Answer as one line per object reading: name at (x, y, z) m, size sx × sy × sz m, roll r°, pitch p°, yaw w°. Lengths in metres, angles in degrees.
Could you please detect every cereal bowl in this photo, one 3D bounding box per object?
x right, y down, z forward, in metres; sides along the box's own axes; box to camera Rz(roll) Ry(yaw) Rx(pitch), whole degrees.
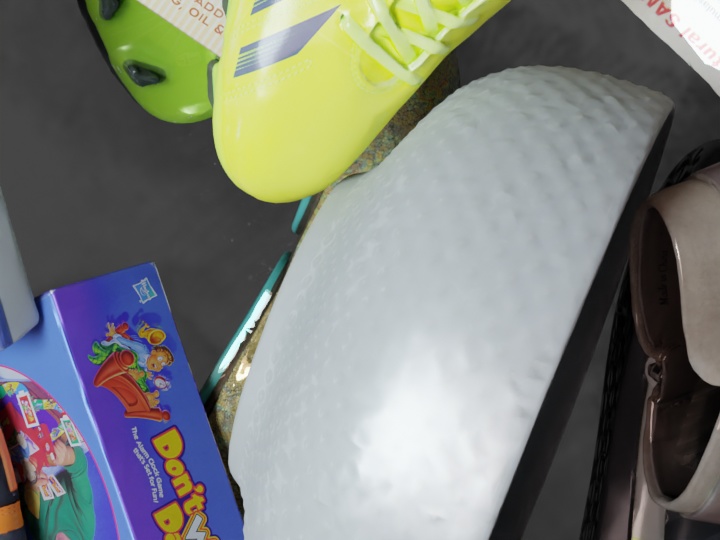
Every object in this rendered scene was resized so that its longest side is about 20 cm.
cereal bowl at (0.018, 0.030, 0.717) m, size 0.083 × 0.200 × 0.201 m, roll 21°, pitch 106°, yaw 7°

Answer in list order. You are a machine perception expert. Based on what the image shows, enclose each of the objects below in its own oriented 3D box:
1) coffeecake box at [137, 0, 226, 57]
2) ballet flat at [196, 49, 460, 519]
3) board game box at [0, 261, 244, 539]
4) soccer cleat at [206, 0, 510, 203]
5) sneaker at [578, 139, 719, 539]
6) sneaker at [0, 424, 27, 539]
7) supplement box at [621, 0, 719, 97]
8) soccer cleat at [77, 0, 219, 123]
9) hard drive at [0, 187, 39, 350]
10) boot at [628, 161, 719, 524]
coffeecake box at (-0.029, -0.181, 0.743) m, size 0.153 × 0.073 × 0.200 m, roll 33°, pitch 106°, yaw -14°
ballet flat at (0.000, 0.000, 0.820) m, size 0.071 × 0.071 × 0.201 m, roll 33°, pitch 111°, yaw 19°
board game box at (-0.123, 0.090, 0.865) m, size 0.200 × 0.045 × 0.135 m, roll -21°, pitch 87°, yaw 47°
soccer cleat at (0.031, -0.097, 0.679) m, size 0.200 × 0.065 × 0.084 m, roll -53°, pitch 50°, yaw 5°
sneaker at (0.115, 0.060, 0.777) m, size 0.082 × 0.072 × 0.201 m, roll 9°, pitch 102°, yaw 0°
sneaker at (-0.199, 0.107, 0.817) m, size 0.199 × 0.078 × 0.113 m, roll -23°, pitch 89°, yaw 18°
supplement box at (0.142, -0.156, 0.718) m, size 0.126 × 0.073 × 0.200 m, roll 47°, pitch 114°, yaw 15°
soccer cleat at (-0.074, -0.149, 0.837) m, size 0.067 × 0.081 × 0.201 m, roll -12°, pitch 112°, yaw 1°
hard drive at (-0.178, -0.073, 0.766) m, size 0.131 × 0.025 × 0.201 m, roll 7°, pitch 123°, yaw 32°
boot at (0.146, -0.020, 0.696) m, size 0.070 × 0.145 × 0.201 m, roll -147°, pitch 54°, yaw -67°
